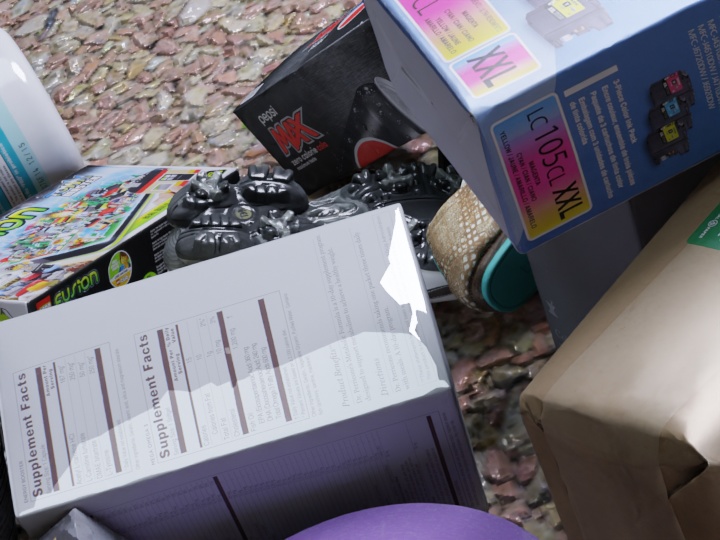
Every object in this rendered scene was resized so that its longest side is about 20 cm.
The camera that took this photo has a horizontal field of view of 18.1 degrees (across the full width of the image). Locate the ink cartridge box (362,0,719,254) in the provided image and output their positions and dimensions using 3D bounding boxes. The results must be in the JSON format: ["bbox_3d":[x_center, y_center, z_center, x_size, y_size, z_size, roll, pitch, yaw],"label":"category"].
[{"bbox_3d":[0.115,-0.110,0.903,0.199,0.077,0.137,-26,40,-7],"label":"ink cartridge box"}]

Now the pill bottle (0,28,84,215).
[{"bbox_3d":[-0.271,-0.051,1.332,0.200,0.111,0.111,-32,38,-9],"label":"pill bottle"}]

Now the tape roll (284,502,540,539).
[{"bbox_3d":[0.009,0.192,0.934,0.199,0.066,0.200,-14,40,12],"label":"tape roll"}]

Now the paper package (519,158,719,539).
[{"bbox_3d":[0.175,0.060,0.896,0.103,0.191,0.200,19,54,41],"label":"paper package"}]

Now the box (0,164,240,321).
[{"bbox_3d":[-0.159,-0.007,1.223,0.110,0.035,0.200,3,23,30],"label":"box"}]

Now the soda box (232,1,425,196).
[{"bbox_3d":[0.008,-0.103,1.200,0.063,0.071,0.200,-46,9,-25],"label":"soda box"}]

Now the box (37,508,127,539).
[{"bbox_3d":[-0.165,0.220,0.952,0.200,0.050,0.158,-41,34,16],"label":"box"}]

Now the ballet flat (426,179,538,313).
[{"bbox_3d":[0.101,-0.071,1.068,0.200,0.071,0.065,-48,49,-5],"label":"ballet flat"}]

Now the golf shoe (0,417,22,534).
[{"bbox_3d":[-0.189,0.085,1.143,0.199,0.095,0.078,-19,37,5],"label":"golf shoe"}]

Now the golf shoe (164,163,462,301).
[{"bbox_3d":[0.000,0.000,1.151,0.199,0.095,0.078,3,39,-5],"label":"golf shoe"}]

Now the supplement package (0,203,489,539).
[{"bbox_3d":[-0.056,0.068,1.044,0.199,0.114,0.110,-16,53,1],"label":"supplement package"}]

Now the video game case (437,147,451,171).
[{"bbox_3d":[0.130,-0.121,1.265,0.180,0.026,0.200,-15,39,13],"label":"video game case"}]

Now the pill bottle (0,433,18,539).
[{"bbox_3d":[-0.211,0.112,1.031,0.106,0.201,0.106,-2,35,1],"label":"pill bottle"}]

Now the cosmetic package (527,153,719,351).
[{"bbox_3d":[0.130,-0.018,1.002,0.090,0.200,0.107,-37,40,-15],"label":"cosmetic package"}]
